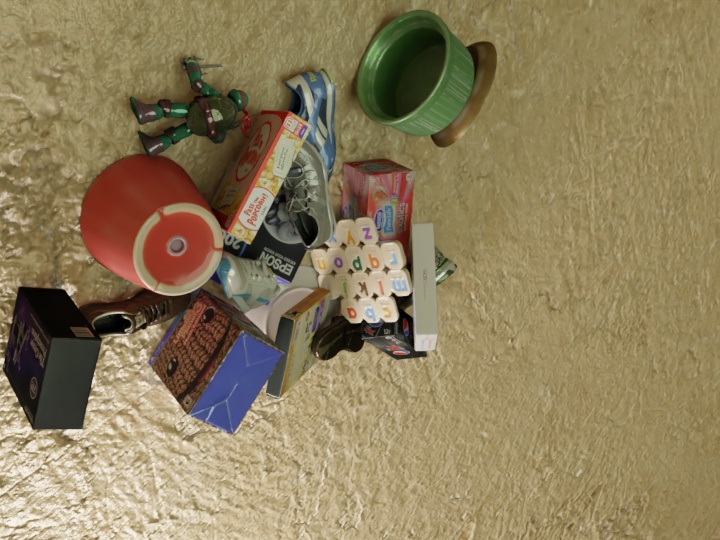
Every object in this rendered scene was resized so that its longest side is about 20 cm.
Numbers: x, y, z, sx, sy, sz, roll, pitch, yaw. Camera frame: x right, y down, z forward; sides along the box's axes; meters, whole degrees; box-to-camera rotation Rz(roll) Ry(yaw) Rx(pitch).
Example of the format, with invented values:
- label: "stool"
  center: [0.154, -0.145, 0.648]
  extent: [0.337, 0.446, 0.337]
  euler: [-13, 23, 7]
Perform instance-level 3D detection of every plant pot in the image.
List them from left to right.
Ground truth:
- label: "plant pot"
  center: [-0.306, -0.060, 1.328]
  extent: [0.198, 0.177, 0.203]
  euler: [-14, 116, -29]
- label: "plant pot"
  center: [0.172, -0.316, 1.544]
  extent: [0.027, 0.200, 0.202]
  euler: [22, 97, -21]

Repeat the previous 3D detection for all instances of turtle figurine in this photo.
- label: "turtle figurine"
  center: [-0.246, -0.249, 1.344]
  extent: [0.198, 0.101, 0.151]
  euler: [-23, 121, -19]

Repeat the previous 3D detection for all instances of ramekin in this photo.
- label: "ramekin"
  center: [0.097, -0.327, 1.486]
  extent: [0.097, 0.199, 0.202]
  euler: [21, 97, -45]

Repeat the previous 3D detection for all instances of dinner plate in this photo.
- label: "dinner plate"
  center: [-0.123, 0.090, 1.619]
  extent: [0.198, 0.024, 0.203]
  euler: [-15, 118, -30]

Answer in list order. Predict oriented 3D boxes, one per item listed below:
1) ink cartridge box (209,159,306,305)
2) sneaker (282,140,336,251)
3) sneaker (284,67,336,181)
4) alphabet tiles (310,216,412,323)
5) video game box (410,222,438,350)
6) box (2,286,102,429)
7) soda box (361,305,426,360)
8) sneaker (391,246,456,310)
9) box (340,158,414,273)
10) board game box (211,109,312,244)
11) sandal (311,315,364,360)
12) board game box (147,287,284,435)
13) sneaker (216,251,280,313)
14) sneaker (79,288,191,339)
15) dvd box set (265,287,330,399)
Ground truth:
- label: "ink cartridge box"
  center: [-0.179, -0.056, 1.494]
  extent: [0.197, 0.043, 0.202]
  euler: [27, 89, -40]
- label: "sneaker"
  center: [-0.092, -0.127, 1.448]
  extent: [0.202, 0.074, 0.082]
  euler: [69, 27, -22]
- label: "sneaker"
  center: [-0.088, -0.237, 1.475]
  extent: [0.081, 0.074, 0.203]
  euler: [-11, 111, -24]
- label: "alphabet tiles"
  center: [0.000, 0.000, 1.555]
  extent: [0.015, 0.198, 0.198]
  euler: [-34, 114, -50]
- label: "video game box"
  center: [0.115, 0.033, 1.593]
  extent: [0.046, 0.182, 0.203]
  euler: [-3, 77, 5]
- label: "box"
  center: [-0.458, 0.126, 1.286]
  extent: [0.078, 0.199, 0.143]
  euler: [4, 107, -36]
- label: "soda box"
  center: [0.066, 0.120, 1.676]
  extent: [0.200, 0.070, 0.064]
  euler: [39, 47, -62]
- label: "sneaker"
  center: [0.090, 0.017, 1.723]
  extent: [0.199, 0.077, 0.089]
  euler: [-36, 94, -14]
- label: "box"
  center: [0.027, -0.093, 1.597]
  extent: [0.101, 0.094, 0.203]
  euler: [-10, 115, -31]
- label: "board game box"
  center: [-0.160, -0.149, 1.354]
  extent: [0.046, 0.151, 0.202]
  euler: [28, 88, -24]
- label: "sandal"
  center: [-0.044, 0.121, 1.643]
  extent: [0.199, 0.054, 0.083]
  euler: [-20, 120, -59]
- label: "board game box"
  center: [-0.242, 0.145, 1.445]
  extent: [0.096, 0.199, 0.161]
  euler: [33, 89, -37]
- label: "sneaker"
  center: [-0.186, 0.008, 1.420]
  extent: [0.080, 0.077, 0.200]
  euler: [-25, 164, 0]
- label: "sneaker"
  center: [-0.359, 0.076, 1.414]
  extent: [0.198, 0.075, 0.071]
  euler: [-17, 119, -28]
- label: "dvd box set"
  center: [-0.107, 0.124, 1.532]
  extent: [0.200, 0.029, 0.148]
  euler: [-40, 144, -70]
